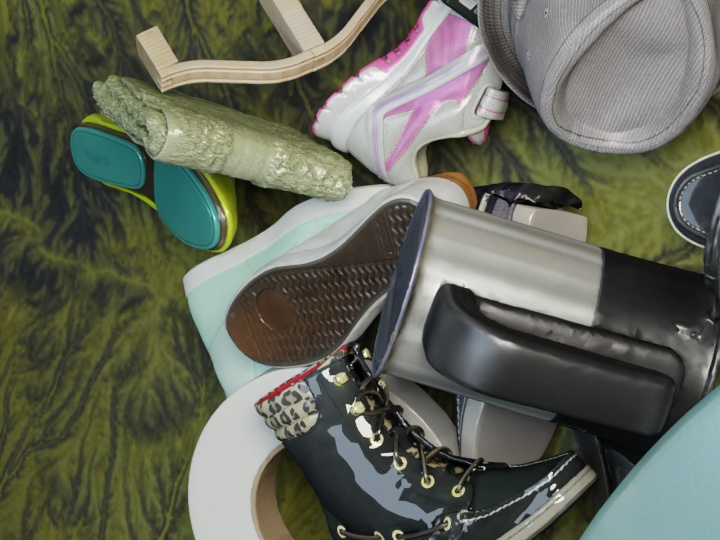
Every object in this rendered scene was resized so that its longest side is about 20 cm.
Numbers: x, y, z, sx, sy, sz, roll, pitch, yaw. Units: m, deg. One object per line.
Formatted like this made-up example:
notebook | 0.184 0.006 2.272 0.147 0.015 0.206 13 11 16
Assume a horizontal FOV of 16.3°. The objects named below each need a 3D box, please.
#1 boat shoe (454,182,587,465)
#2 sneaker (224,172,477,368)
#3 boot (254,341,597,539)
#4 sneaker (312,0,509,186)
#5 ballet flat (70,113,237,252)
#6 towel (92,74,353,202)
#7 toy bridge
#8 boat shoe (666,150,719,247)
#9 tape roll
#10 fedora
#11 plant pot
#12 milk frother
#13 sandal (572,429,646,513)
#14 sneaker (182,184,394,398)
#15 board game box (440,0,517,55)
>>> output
boat shoe | 0.083 0.037 1.611 0.093 0.075 0.200 20 98 49
sneaker | 0.000 0.000 1.607 0.200 0.085 0.073 -30 95 37
boot | 0.034 0.112 1.545 0.204 0.073 0.154 -28 95 41
sneaker | 0.067 -0.130 1.617 0.200 0.081 0.088 -43 88 16
ballet flat | -0.128 -0.070 1.758 0.200 0.067 0.067 29 126 47
towel | -0.092 -0.086 1.651 0.200 0.148 0.037 -147 73 -68
toy bridge | -0.044 -0.162 1.651 0.067 0.200 0.027 59 162 23
boat shoe | 0.262 -0.038 1.472 0.200 0.062 0.075 7 95 39
tape roll | -0.017 0.156 1.656 0.203 0.037 0.203 5 105 21
fedora | 0.160 -0.144 1.476 0.090 0.177 0.200 -88 23 -48
plant pot | 0.231 0.137 1.407 0.200 0.141 0.141 -37 72 16
milk frother | 0.126 -0.008 1.446 0.188 0.181 0.200 16 87 -5
sandal | 0.178 0.133 1.521 0.048 0.075 0.200 -37 66 39
sneaker | -0.027 0.022 1.686 0.200 0.074 0.118 -30 71 37
board game box | 0.164 -0.194 1.513 0.200 0.135 0.028 -39 32 30
